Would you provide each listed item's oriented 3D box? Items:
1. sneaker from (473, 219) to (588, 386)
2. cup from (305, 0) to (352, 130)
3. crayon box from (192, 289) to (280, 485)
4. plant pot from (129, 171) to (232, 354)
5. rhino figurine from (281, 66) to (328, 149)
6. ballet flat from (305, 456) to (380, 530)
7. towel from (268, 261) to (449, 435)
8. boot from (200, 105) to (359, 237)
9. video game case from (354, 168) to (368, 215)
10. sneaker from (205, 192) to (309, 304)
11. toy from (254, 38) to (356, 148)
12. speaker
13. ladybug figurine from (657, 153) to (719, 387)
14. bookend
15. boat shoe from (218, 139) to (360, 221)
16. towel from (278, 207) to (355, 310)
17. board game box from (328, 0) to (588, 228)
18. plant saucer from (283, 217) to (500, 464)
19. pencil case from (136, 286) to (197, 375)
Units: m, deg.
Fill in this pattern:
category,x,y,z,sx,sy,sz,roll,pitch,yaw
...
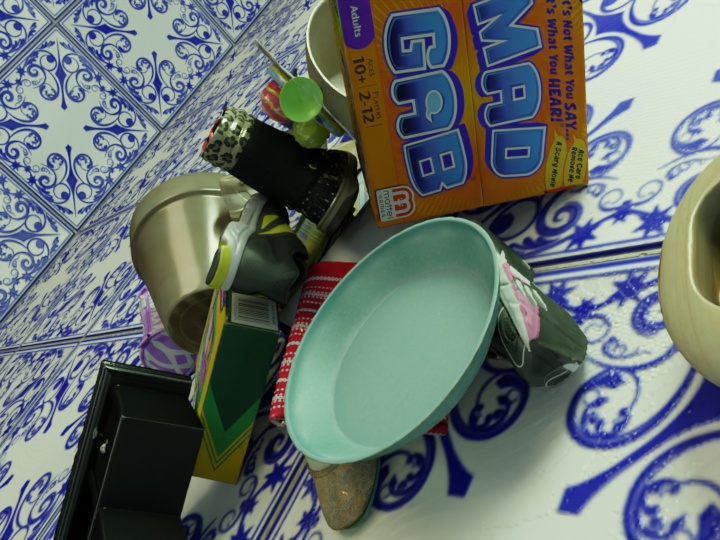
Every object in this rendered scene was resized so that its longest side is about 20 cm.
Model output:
category,x,y,z,sx,sy,sz,roll,pitch,yaw
sneaker,0.104,0.040,0.596,0.087,0.080,0.200,-51,14,14
cup,0.005,-0.287,1.136,0.202,0.199,0.143,-57,0,-25
crayon box,-0.133,0.085,0.806,0.201,0.057,0.175,-107,31,-63
plant pot,-0.195,0.005,0.998,0.199,0.200,0.175,-37,41,16
rhino figurine,-0.076,-0.179,1.080,0.059,0.204,0.087,-10,12,-23
ballet flat,-0.020,0.120,0.655,0.068,0.067,0.201,-36,26,27
towel,0.008,0.057,0.664,0.142,0.023,0.201,1,36,7
boot,-0.081,-0.118,0.802,0.074,0.152,0.204,-56,16,14
video game case,0.034,-0.112,0.953,0.180,0.045,0.201,-37,26,20
sneaker,-0.089,-0.014,0.747,0.200,0.084,0.075,-74,10,-70
toy,-0.059,-0.149,0.720,0.047,0.115,0.200,-46,9,3
speaker,0.000,0.000,0.795,0.201,0.081,0.081,-52,25,-16
ladybug figurine,0.239,-0.005,0.431,0.135,0.072,0.202,-22,34,42
bookend,-0.198,0.210,0.673,0.200,0.091,0.202,28,102,64
boat shoe,-0.080,-0.126,0.964,0.198,0.066,0.072,-27,20,-17
towel,-0.061,-0.023,0.908,0.145,0.023,0.200,-64,16,1
board game box,0.083,-0.190,0.729,0.196,0.203,0.201,-11,28,0
plant saucer,0.026,0.053,0.555,0.199,0.036,0.202,-35,32,25
pencil case,-0.275,0.081,1.101,0.084,0.085,0.200,-46,25,0
